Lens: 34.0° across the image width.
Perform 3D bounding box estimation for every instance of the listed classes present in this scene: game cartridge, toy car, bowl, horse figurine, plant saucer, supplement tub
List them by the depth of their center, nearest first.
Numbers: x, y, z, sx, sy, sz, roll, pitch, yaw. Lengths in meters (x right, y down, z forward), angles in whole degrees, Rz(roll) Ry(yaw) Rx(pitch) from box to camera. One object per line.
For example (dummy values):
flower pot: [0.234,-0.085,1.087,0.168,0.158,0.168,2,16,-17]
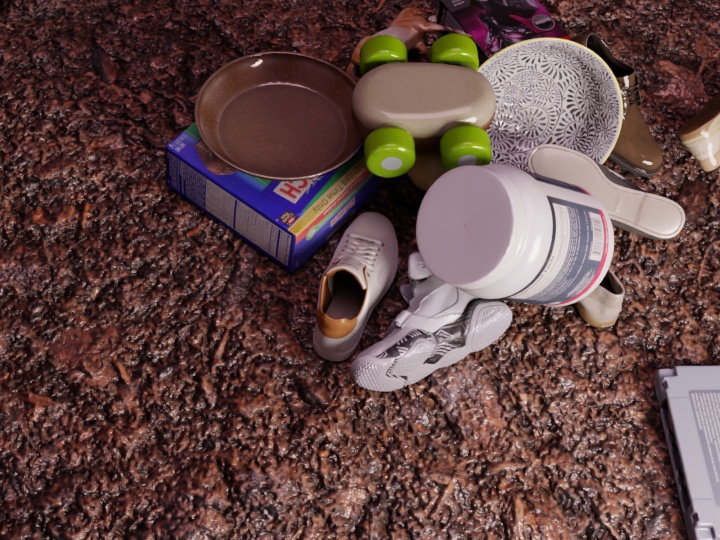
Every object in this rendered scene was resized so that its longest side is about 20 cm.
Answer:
game cartridge: [0.394,0.193,1.242,0.133,0.040,0.200,-2,55,-2]
supplement tub: [0.167,-0.036,1.258,0.200,0.140,0.140,8,43,-49]
toy car: [0.068,-0.141,1.344,0.158,0.200,0.164,-2,56,-2]
plant saucer: [-0.090,-0.171,1.357,0.200,0.037,0.201,2,54,-3]
bowl: [0.208,-0.198,1.429,0.201,0.201,0.094,2,28,-4]
horse figurine: [0.048,-0.280,1.525,0.200,0.050,0.133,-40,55,-21]

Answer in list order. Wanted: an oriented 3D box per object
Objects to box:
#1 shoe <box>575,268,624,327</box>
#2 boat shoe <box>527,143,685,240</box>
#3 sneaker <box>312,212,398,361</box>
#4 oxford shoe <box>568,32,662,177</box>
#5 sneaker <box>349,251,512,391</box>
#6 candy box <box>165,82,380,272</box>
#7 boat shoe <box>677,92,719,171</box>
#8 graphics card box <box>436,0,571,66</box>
shoe: [0.246,-0.027,1.369,0.070,0.053,0.200,-19,59,-18]
boat shoe: [0.288,-0.089,1.404,0.200,0.057,0.067,25,90,2]
sneaker: [0.000,0.000,1.311,0.073,0.085,0.200,13,54,6]
oxford shoe: [0.316,-0.204,1.456,0.073,0.084,0.200,-38,93,-33]
sneaker: [0.058,0.052,1.288,0.200,0.075,0.115,-21,59,-25]
candy box: [-0.101,-0.120,1.388,0.200,0.077,0.169,34,58,16]
boat shoe: [0.474,-0.190,1.504,0.200,0.071,0.065,-36,100,-35]
graphics card box: [0.204,-0.296,1.555,0.125,0.051,0.200,-22,59,-19]
